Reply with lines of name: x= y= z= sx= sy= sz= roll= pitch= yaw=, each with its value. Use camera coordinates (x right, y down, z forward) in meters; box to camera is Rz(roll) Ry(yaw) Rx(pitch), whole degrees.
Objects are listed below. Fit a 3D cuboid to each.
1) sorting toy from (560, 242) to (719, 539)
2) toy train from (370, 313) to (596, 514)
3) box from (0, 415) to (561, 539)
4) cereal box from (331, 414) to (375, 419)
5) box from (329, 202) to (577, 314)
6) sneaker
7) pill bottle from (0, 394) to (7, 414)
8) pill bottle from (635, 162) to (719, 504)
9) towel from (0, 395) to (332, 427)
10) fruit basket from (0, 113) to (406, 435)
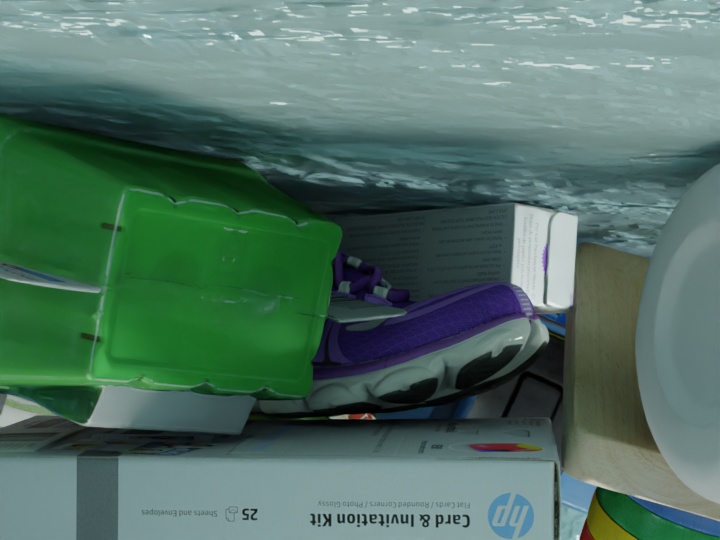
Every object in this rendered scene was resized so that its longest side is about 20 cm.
sorting toy: x=0.166 y=0.077 z=0.819 sx=0.198 sy=0.070 sz=0.200 roll=16 pitch=-160 yaw=1
toy train: x=0.091 y=0.063 z=0.958 sx=0.200 sy=0.087 sz=0.114 roll=24 pitch=-173 yaw=-24
box: x=-0.032 y=0.075 z=0.751 sx=0.199 sy=0.041 sz=0.156 roll=-1 pitch=-179 yaw=4
cereal box: x=-0.089 y=0.089 z=1.161 sx=0.200 sy=0.040 sz=0.144 roll=-18 pitch=-161 yaw=-3
box: x=0.000 y=0.000 z=0.885 sx=0.039 sy=0.042 sz=0.200 roll=9 pitch=170 yaw=-44
sneaker: x=-0.023 y=0.013 z=0.823 sx=0.200 sy=0.084 sz=0.081 roll=0 pitch=-178 yaw=36
pill bottle: x=-0.254 y=0.022 z=0.902 sx=0.200 sy=0.114 sz=0.114 roll=1 pitch=172 yaw=19
pill bottle: x=0.198 y=0.027 z=0.708 sx=0.200 sy=0.113 sz=0.112 roll=6 pitch=172 yaw=-21
towel: x=-0.118 y=0.070 z=1.016 sx=0.200 sy=0.031 sz=0.149 roll=-1 pitch=167 yaw=42
fruit basket: x=-0.115 y=0.000 z=0.748 sx=0.200 sy=0.094 sz=0.185 roll=4 pitch=177 yaw=39
